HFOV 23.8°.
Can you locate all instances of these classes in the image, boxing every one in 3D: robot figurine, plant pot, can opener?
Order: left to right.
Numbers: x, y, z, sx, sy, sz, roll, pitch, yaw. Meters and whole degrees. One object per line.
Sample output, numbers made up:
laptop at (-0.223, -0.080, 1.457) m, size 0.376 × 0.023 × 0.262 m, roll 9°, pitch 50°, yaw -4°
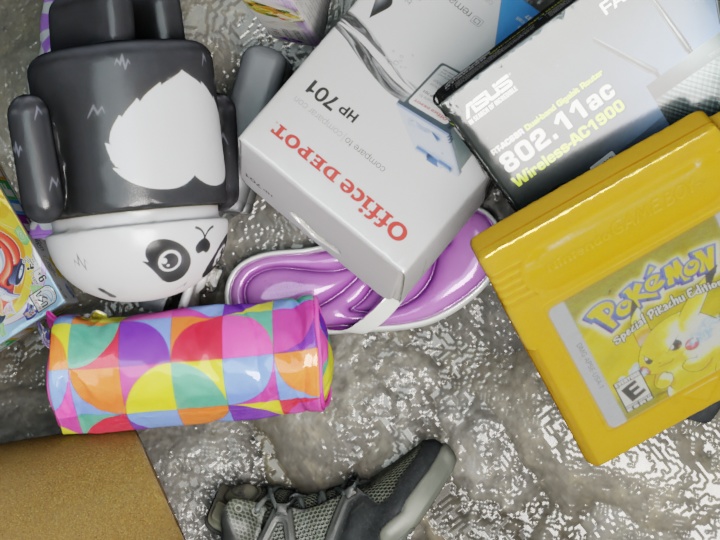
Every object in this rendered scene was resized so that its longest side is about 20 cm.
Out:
plant pot at (-0.227, 0.190, 1.165) m, size 0.199 × 0.186 × 0.187 m, roll -25°, pitch 86°, yaw -9°
robot figurine at (-0.148, -0.081, 1.103) m, size 0.149 × 0.125 × 0.202 m, roll -6°, pitch 91°, yaw -9°
can opener at (-0.107, -0.063, 1.202) m, size 0.066 × 0.053 × 0.202 m, roll 16°, pitch 90°, yaw 7°

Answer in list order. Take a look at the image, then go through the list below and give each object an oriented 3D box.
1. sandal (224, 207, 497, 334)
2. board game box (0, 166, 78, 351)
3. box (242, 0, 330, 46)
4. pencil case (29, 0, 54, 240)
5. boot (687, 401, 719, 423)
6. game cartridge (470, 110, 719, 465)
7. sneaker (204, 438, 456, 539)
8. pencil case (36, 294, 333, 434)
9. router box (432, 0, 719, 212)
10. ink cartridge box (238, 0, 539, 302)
sandal at (0.002, 0.007, 1.187) m, size 0.201 × 0.050 × 0.083 m, roll -16°, pitch 87°, yaw 7°
board game box at (-0.312, -0.028, 1.237) m, size 0.134 × 0.034 × 0.201 m, roll -32°, pitch 85°, yaw 6°
box at (-0.049, -0.183, 1.122) m, size 0.038 × 0.200 × 0.042 m, roll 12°, pitch 91°, yaw 4°
pencil case at (-0.186, -0.110, 1.196) m, size 0.085 × 0.084 × 0.202 m, roll 2°, pitch 91°, yaw 41°
boot at (0.280, 0.019, 1.140) m, size 0.164 × 0.066 × 0.201 m, roll 29°, pitch 100°, yaw -14°
game cartridge at (0.182, 0.013, 1.052) m, size 0.175 × 0.033 × 0.200 m, roll -30°, pitch 129°, yaw 4°
sneaker at (-0.031, 0.167, 1.176) m, size 0.199 × 0.076 × 0.114 m, roll -42°, pitch 91°, yaw 10°
pencil case at (-0.117, 0.060, 1.151) m, size 0.198 × 0.088 × 0.089 m, roll -3°, pitch 89°, yaw 2°
router box at (0.167, -0.107, 1.056) m, size 0.200 × 0.062 × 0.150 m, roll -37°, pitch 100°, yaw 8°
ink cartridge box at (0.034, -0.104, 1.146) m, size 0.146 × 0.086 × 0.200 m, roll 38°, pitch 76°, yaw 6°
